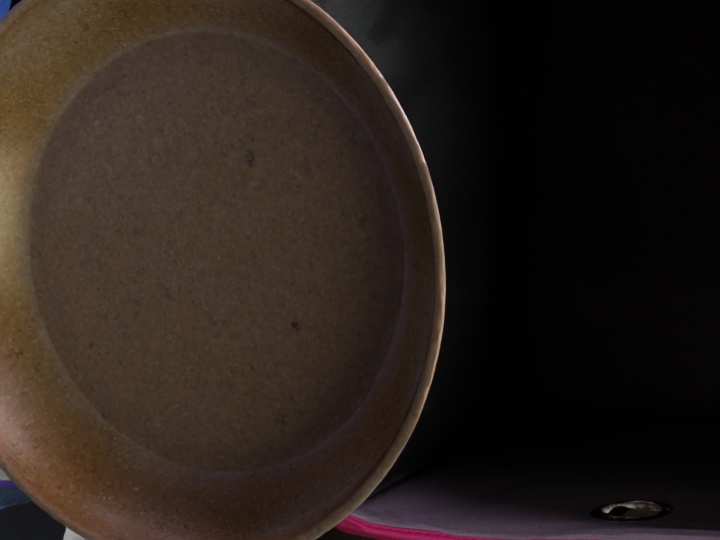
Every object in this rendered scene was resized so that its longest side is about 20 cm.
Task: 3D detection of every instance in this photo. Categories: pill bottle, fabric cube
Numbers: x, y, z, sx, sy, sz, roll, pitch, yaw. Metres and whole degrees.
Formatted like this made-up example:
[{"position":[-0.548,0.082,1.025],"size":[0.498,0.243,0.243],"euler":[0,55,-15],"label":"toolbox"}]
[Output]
[{"position":[0.114,-0.049,0.964],"size":[0.116,0.116,0.201],"euler":[3,110,-41],"label":"pill bottle"},{"position":[0.105,-0.021,0.798],"size":[0.199,0.195,0.202],"euler":[-17,105,-65],"label":"fabric cube"}]

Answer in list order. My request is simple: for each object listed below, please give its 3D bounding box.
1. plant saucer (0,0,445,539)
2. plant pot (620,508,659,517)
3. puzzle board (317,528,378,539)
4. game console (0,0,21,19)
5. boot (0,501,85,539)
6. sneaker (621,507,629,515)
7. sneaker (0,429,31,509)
[{"position":[-0.055,-0.004,0.747],"size":[0.035,0.199,0.202],"euler":[-16,125,-62],"label":"plant saucer"},{"position":[0.119,0.207,1.036],"size":[0.175,0.200,0.200],"euler":[-54,135,-9],"label":"plant pot"},{"position":[-0.021,0.172,0.884],"size":[0.017,0.150,0.201],"euler":[28,55,-24],"label":"puzzle board"},{"position":[-0.157,-0.070,0.726],"size":[0.117,0.171,0.201],"euler":[12,105,-16],"label":"game console"},{"position":[-0.087,0.093,0.893],"size":[0.095,0.073,0.201],"euler":[18,98,-38],"label":"boot"},{"position":[0.139,0.182,1.151],"size":[0.080,0.074,0.201],"euler":[12,99,-29],"label":"sneaker"},{"position":[-0.203,0.119,0.788],"size":[0.199,0.080,0.148],"euler":[1,98,-34],"label":"sneaker"}]
